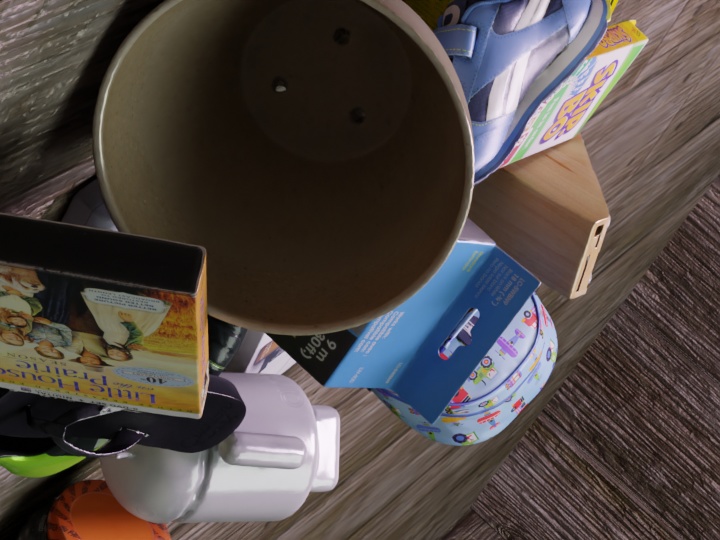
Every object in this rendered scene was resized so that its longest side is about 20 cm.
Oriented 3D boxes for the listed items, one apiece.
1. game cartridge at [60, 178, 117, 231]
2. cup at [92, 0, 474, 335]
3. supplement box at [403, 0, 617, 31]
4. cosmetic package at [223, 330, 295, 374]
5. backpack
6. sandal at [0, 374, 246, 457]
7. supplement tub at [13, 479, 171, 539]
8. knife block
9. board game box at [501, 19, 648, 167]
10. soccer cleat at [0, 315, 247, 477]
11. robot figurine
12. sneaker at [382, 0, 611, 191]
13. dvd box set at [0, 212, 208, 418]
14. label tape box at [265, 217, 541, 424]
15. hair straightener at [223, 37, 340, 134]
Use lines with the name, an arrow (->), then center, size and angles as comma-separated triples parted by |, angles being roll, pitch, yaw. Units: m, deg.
game cartridge -> -0.121, -0.033, 1.201 | 0.200, 0.040, 0.133 | -32, 156, -52
cup -> -0.029, -0.085, 1.058 | 0.200, 0.200, 0.143 | -54, -175, 26
supplement box -> 0.109, -0.201, 1.304 | 0.109, 0.110, 0.200 | -42, 167, -26
cosmetic package -> -0.055, 0.016, 1.538 | 0.151, 0.052, 0.200 | -41, 166, -42
backpack -> 0.072, 0.047, 1.716 | 0.183, 0.200, 0.135 | -45, 167, -11
sandal -> -0.147, 0.087, 1.203 | 0.200, 0.043, 0.076 | 9, 131, -43
supplement tub -> -0.232, 0.263, 1.510 | 0.122, 0.122, 0.200 | -29, 157, -56
knife block -> 0.074, -0.067, 1.381 | 0.200, 0.175, 0.064 | -97, -162, -59
board game box -> 0.130, -0.118, 1.315 | 0.096, 0.030, 0.200 | -54, 167, 30
soccer cleat -> -0.158, 0.070, 1.259 | 0.200, 0.068, 0.081 | -36, 163, 7
robot figurine -> -0.112, 0.133, 1.461 | 0.200, 0.113, 0.170 | 4, 172, -35
sneaker -> 0.063, -0.113, 1.154 | 0.200, 0.082, 0.074 | -53, -155, -20
dvd box set -> -0.154, 0.026, 1.036 | 0.200, 0.146, 0.029 | 102, -2, -68
label tape box -> 0.000, 0.000, 1.324 | 0.144, 0.200, 0.063 | -55, 166, 28
hair straightener -> -0.029, -0.099, 1.213 | 0.041, 0.077, 0.200 | -16, -172, 32
